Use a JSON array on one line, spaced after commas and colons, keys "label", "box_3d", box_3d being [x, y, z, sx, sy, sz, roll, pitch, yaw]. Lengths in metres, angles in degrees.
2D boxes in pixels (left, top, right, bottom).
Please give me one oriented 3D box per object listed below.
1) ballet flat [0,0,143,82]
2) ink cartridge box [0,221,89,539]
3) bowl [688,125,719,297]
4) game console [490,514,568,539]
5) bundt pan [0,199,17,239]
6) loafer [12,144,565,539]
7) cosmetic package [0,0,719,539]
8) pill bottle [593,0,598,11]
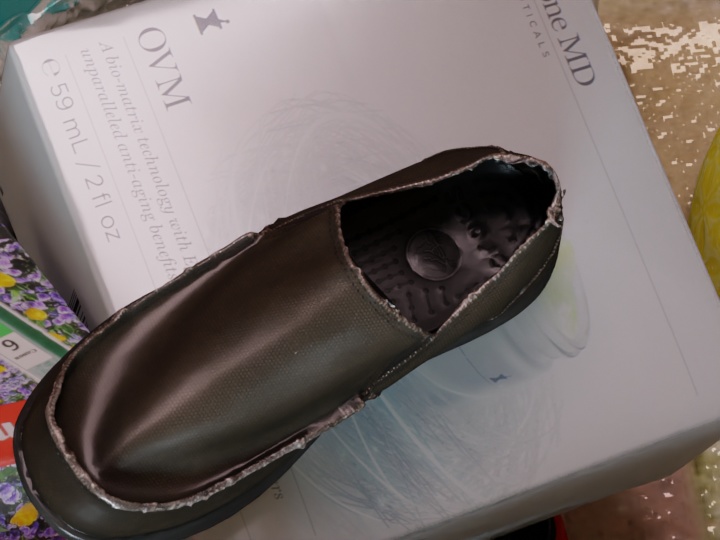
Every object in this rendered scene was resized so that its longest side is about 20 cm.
[{"label": "ballet flat", "box_3d": [-0.119, -0.104, 1.096, 0.200, 0.072, 0.072, -37, 55, -27]}, {"label": "ink cartridge box", "box_3d": [-0.124, 0.059, 0.875, 0.109, 0.050, 0.200, -11, 35, -28]}, {"label": "bowl", "box_3d": [0.229, -0.043, 1.094, 0.200, 0.108, 0.200, -2, 48, 2]}, {"label": "game console", "box_3d": [-0.038, 0.096, 1.045, 0.200, 0.031, 0.177, -22, 44, -16]}, {"label": "bundt pan", "box_3d": [-0.107, -0.001, 1.086, 0.201, 0.076, 0.202, -5, 41, 5]}, {"label": "loafer", "box_3d": [-0.018, 0.011, 0.849, 0.200, 0.071, 0.073, -34, 80, -24]}, {"label": "cosmetic package", "box_3d": [0.000, 0.000, 0.966, 0.200, 0.123, 0.200, -19, 79, -16]}, {"label": "pill bottle", "box_3d": [-0.005, -0.107, 1.167, 0.199, 0.111, 0.111, 8, 49, 11]}]
